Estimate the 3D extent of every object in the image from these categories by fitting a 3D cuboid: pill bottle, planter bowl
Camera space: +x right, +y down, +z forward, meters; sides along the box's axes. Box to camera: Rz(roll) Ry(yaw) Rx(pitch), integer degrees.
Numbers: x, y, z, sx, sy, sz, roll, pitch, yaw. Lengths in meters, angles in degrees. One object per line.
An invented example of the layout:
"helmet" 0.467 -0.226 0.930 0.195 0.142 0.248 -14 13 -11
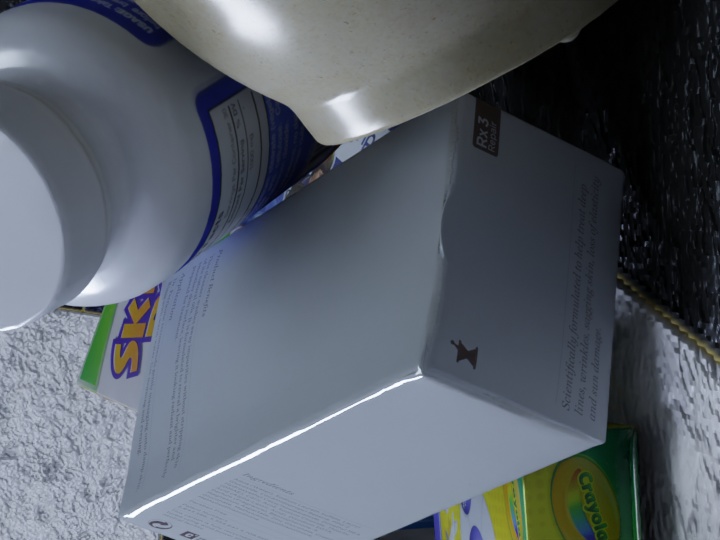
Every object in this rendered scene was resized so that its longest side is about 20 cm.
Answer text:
"pill bottle" -0.088 -0.054 0.803 0.200 0.112 0.112 -40 -44 -54
"planter bowl" 0.008 -0.126 0.729 0.135 0.200 0.200 63 174 -11

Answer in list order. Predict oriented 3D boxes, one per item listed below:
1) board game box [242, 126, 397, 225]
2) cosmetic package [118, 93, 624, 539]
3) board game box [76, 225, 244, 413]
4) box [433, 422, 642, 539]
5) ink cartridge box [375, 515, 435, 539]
"board game box" 0.000 0.000 0.938 0.136 0.034 0.200 -62 28 10
"cosmetic package" 0.001 0.030 0.793 0.200 0.081 0.113 -26 47 49
"board game box" -0.076 0.023 0.993 0.200 0.030 0.096 13 82 65
"box" 0.069 0.115 0.832 0.200 0.048 0.118 168 98 -78
"ink cartridge box" 0.014 0.098 1.059 0.200 0.067 0.116 104 160 -57
